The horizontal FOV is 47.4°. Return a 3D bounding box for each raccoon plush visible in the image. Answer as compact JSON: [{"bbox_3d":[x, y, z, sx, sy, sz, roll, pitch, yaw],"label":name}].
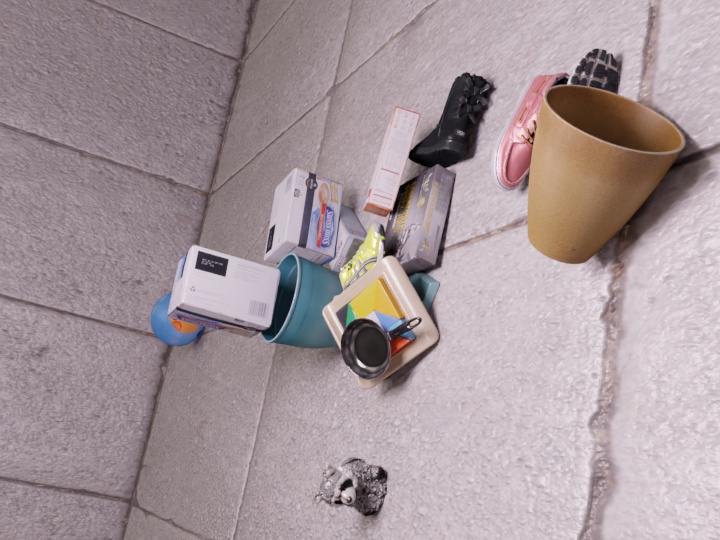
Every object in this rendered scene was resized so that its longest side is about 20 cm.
[{"bbox_3d":[-0.044,0.394,1.526,0.200,0.133,0.097,-10,65,64],"label":"raccoon plush"}]

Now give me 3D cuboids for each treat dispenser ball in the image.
[{"bbox_3d":[-0.673,0.178,3.030,0.201,0.200,0.202,-47,34,45],"label":"treat dispenser ball"}]

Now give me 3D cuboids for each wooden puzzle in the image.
[{"bbox_3d":[0.030,0.100,1.537,0.200,0.037,0.186,-38,71,30],"label":"wooden puzzle"}]

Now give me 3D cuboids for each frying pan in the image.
[{"bbox_3d":[0.031,0.116,1.498,0.115,0.031,0.190,47,119,23],"label":"frying pan"}]

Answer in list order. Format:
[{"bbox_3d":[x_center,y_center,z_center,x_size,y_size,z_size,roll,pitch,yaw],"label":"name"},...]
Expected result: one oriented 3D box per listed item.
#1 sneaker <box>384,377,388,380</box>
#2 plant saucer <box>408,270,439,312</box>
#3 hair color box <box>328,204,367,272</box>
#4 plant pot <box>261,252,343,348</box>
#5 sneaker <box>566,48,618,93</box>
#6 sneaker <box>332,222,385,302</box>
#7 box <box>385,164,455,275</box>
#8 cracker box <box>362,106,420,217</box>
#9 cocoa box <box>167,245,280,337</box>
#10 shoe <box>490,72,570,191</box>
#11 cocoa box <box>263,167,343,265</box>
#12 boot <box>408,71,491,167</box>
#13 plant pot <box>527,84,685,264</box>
[{"bbox_3d":[0.035,0.109,1.620,0.088,0.075,0.201,-154,75,-73],"label":"sneaker"},{"bbox_3d":[0.098,0.027,1.621,0.070,0.019,0.200,-69,24,8],"label":"plant saucer"},{"bbox_3d":[-0.044,-0.078,1.965,0.099,0.060,0.200,-64,23,19],"label":"hair color box"},{"bbox_3d":[-0.094,0.083,1.797,0.200,0.187,0.201,-48,32,45],"label":"plant pot"},{"bbox_3d":[0.321,-0.238,1.238,0.080,0.077,0.201,-131,61,-74],"label":"sneaker"},{"bbox_3d":[0.000,0.000,1.599,0.075,0.076,0.201,-84,9,-71],"label":"sneaker"},{"bbox_3d":[0.107,-0.091,1.621,0.158,0.048,0.201,-22,49,60],"label":"box"},{"bbox_3d":[0.061,-0.216,1.661,0.134,0.057,0.201,152,136,-86],"label":"cracker box"},{"bbox_3d":[-0.294,0.049,1.760,0.131,0.199,0.134,-31,47,58],"label":"cocoa box"},{"bbox_3d":[0.278,-0.224,1.321,0.201,0.071,0.091,-68,17,-1],"label":"shoe"},{"bbox_3d":[-0.134,-0.115,1.948,0.133,0.131,0.201,-34,44,56],"label":"cocoa box"},{"bbox_3d":[0.174,-0.293,1.611,0.198,0.073,0.163,-5,65,69],"label":"boot"},{"bbox_3d":[0.298,-0.116,1.095,0.187,0.185,0.201,-104,25,-51],"label":"plant pot"}]
